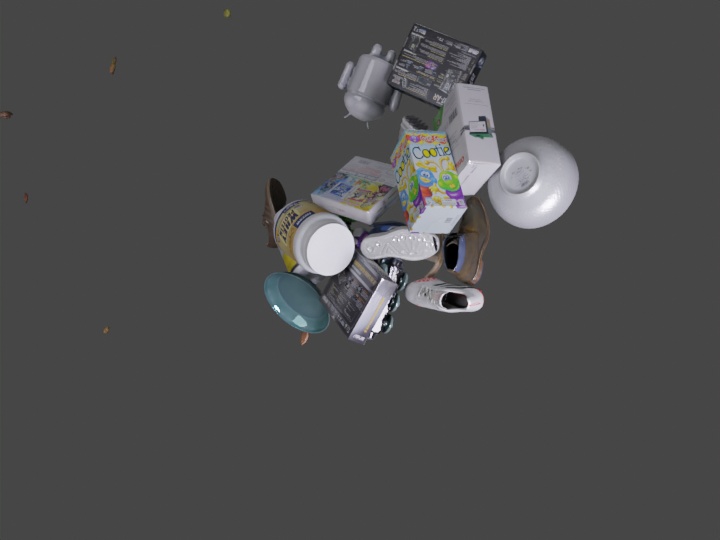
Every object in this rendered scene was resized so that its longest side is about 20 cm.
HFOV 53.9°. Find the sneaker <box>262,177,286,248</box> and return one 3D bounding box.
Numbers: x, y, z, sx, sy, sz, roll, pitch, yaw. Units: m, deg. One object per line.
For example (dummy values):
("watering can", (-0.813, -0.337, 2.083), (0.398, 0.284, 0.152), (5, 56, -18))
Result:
("sneaker", (-0.250, -0.160, 1.984), (0.075, 0.070, 0.203), (-24, 65, 32))

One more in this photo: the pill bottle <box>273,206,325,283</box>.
("pill bottle", (-0.159, -0.068, 1.863), (0.112, 0.111, 0.202), (-39, 58, 24))

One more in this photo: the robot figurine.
("robot figurine", (0.028, -0.470, 1.813), (0.168, 0.113, 0.202), (24, 94, 5))

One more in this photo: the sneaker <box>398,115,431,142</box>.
("sneaker", (0.159, -0.284, 1.709), (0.201, 0.074, 0.083), (58, 141, 31))

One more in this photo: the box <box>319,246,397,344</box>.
("box", (-0.010, 0.051, 1.631), (0.160, 0.048, 0.200), (-61, 33, 11))

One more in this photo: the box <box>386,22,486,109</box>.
("box", (0.182, -0.485, 1.711), (0.198, 0.043, 0.162), (29, 98, 24))

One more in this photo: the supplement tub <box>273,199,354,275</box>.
("supplement tub", (-0.110, -0.077, 1.676), (0.200, 0.143, 0.146), (33, 100, 57))

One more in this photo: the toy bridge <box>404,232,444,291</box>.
("toy bridge", (0.161, -0.031, 1.658), (0.067, 0.027, 0.203), (18, 92, 39))

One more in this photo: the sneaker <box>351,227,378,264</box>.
("sneaker", (0.000, 0.000, 1.750), (0.087, 0.080, 0.203), (21, 94, 25))

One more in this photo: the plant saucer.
("plant saucer", (-0.156, 0.074, 1.810), (0.198, 0.202, 0.036), (1, 39, 38))

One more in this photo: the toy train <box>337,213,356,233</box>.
("toy train", (-0.044, -0.088, 1.814), (0.041, 0.056, 0.203), (2, 80, 38))

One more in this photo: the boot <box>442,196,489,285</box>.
("boot", (0.233, -0.075, 1.568), (0.074, 0.096, 0.204), (-4, 77, 37))

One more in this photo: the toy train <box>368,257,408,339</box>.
("toy train", (0.044, 0.061, 1.682), (0.203, 0.084, 0.114), (-70, 21, 1))

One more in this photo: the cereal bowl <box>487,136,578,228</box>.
("cereal bowl", (0.356, -0.196, 1.511), (0.198, 0.083, 0.204), (-11, 72, 36))

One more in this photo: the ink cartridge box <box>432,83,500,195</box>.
("ink cartridge box", (0.233, -0.288, 1.581), (0.146, 0.083, 0.203), (128, 140, -62))

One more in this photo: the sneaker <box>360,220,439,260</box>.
("sneaker", (0.108, -0.081, 1.646), (0.197, 0.146, 0.082), (-4, 110, 28))

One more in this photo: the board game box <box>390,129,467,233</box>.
("board game box", (0.145, -0.194, 1.545), (0.105, 0.101, 0.203), (120, 144, -55))

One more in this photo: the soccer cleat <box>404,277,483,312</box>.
("soccer cleat", (0.177, 0.057, 1.575), (0.198, 0.085, 0.070), (8, 101, 33))

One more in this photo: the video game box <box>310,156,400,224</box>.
("video game box", (0.007, -0.201, 1.745), (0.198, 0.047, 0.182), (21, 50, 39))
